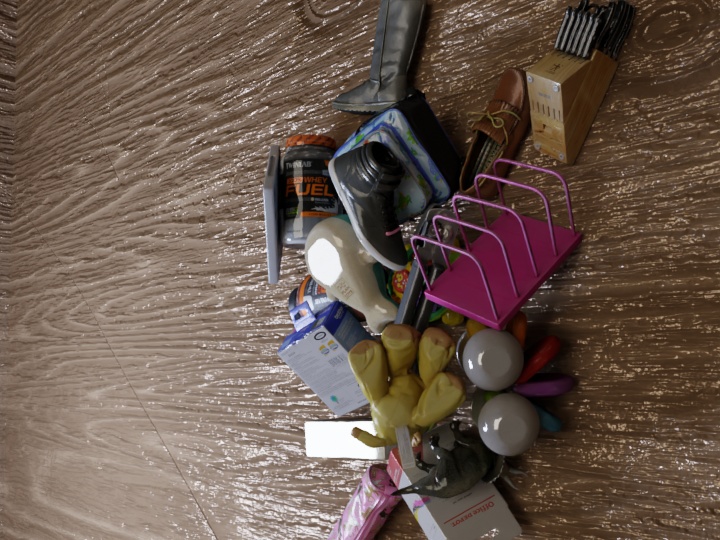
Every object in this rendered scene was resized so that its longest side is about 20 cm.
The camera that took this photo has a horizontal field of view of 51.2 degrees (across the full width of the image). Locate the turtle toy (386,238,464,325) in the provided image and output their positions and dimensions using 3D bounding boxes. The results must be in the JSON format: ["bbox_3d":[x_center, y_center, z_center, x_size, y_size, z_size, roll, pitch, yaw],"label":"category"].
[{"bbox_3d":[0.114,0.016,1.207,0.198,0.100,0.148,-12,78,44],"label":"turtle toy"}]

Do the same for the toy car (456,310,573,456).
[{"bbox_3d":[0.223,0.155,1.062,0.148,0.175,0.203,-14,89,2],"label":"toy car"}]

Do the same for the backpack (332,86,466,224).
[{"bbox_3d":[0.047,-0.160,1.230,0.199,0.147,0.184,-29,99,45],"label":"backpack"}]

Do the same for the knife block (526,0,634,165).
[{"bbox_3d":[0.318,-0.277,1.063,0.064,0.175,0.201,36,157,41],"label":"knife block"}]

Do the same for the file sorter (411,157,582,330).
[{"bbox_3d":[0.188,-0.047,1.046,0.138,0.200,0.126,23,147,44],"label":"file sorter"}]

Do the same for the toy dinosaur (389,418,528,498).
[{"bbox_3d":[0.138,0.285,1.091,0.102,0.198,0.078,48,145,47],"label":"toy dinosaur"}]

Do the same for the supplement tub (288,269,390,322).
[{"bbox_3d":[-0.044,0.049,1.362,0.198,0.106,0.109,-15,76,43],"label":"supplement tub"}]

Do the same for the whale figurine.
[{"bbox_3d":[0.000,0.000,1.216,0.201,0.103,0.159,51,137,7],"label":"whale figurine"}]

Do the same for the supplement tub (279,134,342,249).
[{"bbox_3d":[-0.093,-0.146,1.417,0.122,0.122,0.203,-6,83,45],"label":"supplement tub"}]

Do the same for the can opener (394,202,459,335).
[{"bbox_3d":[0.096,0.000,1.132,0.067,0.053,0.203,-124,49,-72],"label":"can opener"}]

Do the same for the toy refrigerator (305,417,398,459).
[{"bbox_3d":[-0.005,0.298,1.325,0.198,0.075,0.071,-12,78,44],"label":"toy refrigerator"}]

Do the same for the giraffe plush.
[{"bbox_3d":[0.070,0.192,1.108,0.170,0.162,0.203,3,74,8],"label":"giraffe plush"}]

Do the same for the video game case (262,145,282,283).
[{"bbox_3d":[-0.165,-0.109,1.437,0.183,0.022,0.202,-92,2,-57],"label":"video game case"}]

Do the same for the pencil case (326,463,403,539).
[{"bbox_3d":[0.008,0.426,1.296,0.087,0.082,0.202,44,116,39],"label":"pencil case"}]

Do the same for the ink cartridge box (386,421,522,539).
[{"bbox_3d":[0.139,0.345,1.135,0.201,0.115,0.068,55,153,34],"label":"ink cartridge box"}]

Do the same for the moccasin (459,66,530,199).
[{"bbox_3d":[0.202,-0.211,1.152,0.074,0.077,0.203,39,114,40],"label":"moccasin"}]

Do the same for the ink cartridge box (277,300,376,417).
[{"bbox_3d":[-0.048,0.144,1.302,0.136,0.077,0.200,-32,109,38],"label":"ink cartridge box"}]

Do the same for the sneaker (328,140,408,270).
[{"bbox_3d":[0.035,-0.101,1.122,0.099,0.070,0.202,-30,88,40],"label":"sneaker"}]

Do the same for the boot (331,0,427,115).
[{"bbox_3d":[0.031,-0.383,1.347,0.180,0.072,0.203,6,98,32],"label":"boot"}]

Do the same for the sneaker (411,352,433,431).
[{"bbox_3d":[0.070,0.184,1.227,0.073,0.080,0.203,4,114,47],"label":"sneaker"}]
